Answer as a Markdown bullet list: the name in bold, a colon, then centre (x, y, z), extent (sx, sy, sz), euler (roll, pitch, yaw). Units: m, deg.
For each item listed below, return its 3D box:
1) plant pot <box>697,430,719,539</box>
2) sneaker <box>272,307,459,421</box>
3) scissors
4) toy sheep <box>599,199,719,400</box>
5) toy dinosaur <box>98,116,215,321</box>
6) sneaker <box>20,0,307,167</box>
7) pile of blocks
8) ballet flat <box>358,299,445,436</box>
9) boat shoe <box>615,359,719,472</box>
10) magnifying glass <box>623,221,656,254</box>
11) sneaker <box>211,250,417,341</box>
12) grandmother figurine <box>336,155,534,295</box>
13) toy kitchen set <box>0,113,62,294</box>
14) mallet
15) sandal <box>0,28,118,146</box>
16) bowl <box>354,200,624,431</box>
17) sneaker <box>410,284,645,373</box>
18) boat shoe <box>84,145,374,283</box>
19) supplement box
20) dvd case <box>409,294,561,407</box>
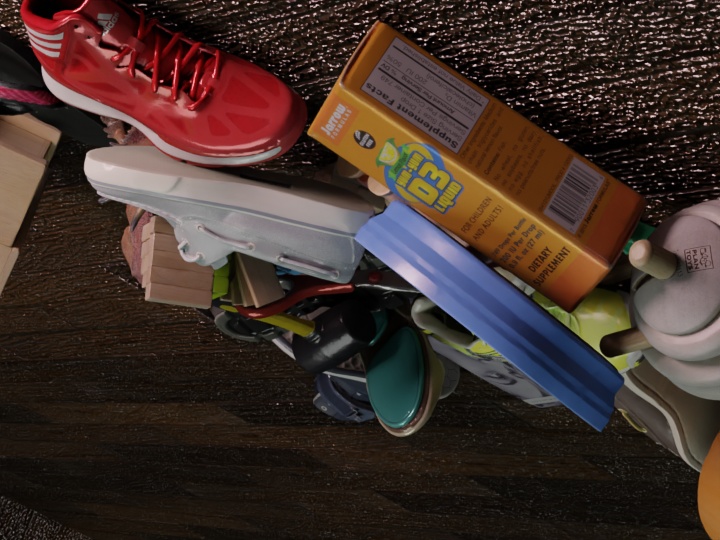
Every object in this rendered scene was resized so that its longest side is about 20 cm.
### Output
- **plant pot**: centre (0.360, 0.181, 1.521), extent (0.200, 0.201, 0.183), euler (36, 173, -39)
- **sneaker**: centre (-0.032, 0.073, 1.792), extent (0.202, 0.077, 0.146), euler (27, 159, -22)
- **scissors**: centre (0.000, 0.000, 1.454), extent (0.198, 0.073, 0.014), euler (-5, 132, 8)
- **toy sheep**: centre (0.225, 0.019, 1.264), extent (0.137, 0.139, 0.199), euler (4, 172, 42)
- **toy dinosaur**: centre (-0.147, -0.041, 1.481), extent (0.085, 0.201, 0.136), euler (-4, -158, -1)
- **sneaker**: centre (-0.137, -0.133, 1.315), extent (0.199, 0.079, 0.116), euler (14, 162, 17)
- **pile of blocks**: centre (-0.071, -0.018, 1.449), extent (0.199, 0.083, 0.062), euler (-18, 179, -21)
- **ballet flat**: centre (0.033, 0.065, 1.586), extent (0.069, 0.069, 0.200), euler (34, -159, -36)
- **boat shoe**: centre (0.234, 0.096, 1.579), extent (0.059, 0.072, 0.200), euler (11, 157, 45)
- **magnifying glass**: centre (0.196, -0.016, 1.372), extent (0.199, 0.023, 0.080), euler (28, 161, -19)
- **sneaker**: centre (-0.031, -0.007, 1.580), extent (0.199, 0.080, 0.075), euler (-14, 141, 27)
- **grandmother figurine**: centre (0.070, -0.033, 1.415), extent (0.200, 0.061, 0.121), euler (36, -176, -46)
- **toy kitchen set**: centre (-0.352, -0.066, 1.637), extent (0.180, 0.201, 0.163), euler (24, -157, -9)
- **mallet**: centre (-0.070, 0.026, 1.505), extent (0.066, 0.041, 0.200), euler (-27, 144, 32)
- **sandal**: centre (-0.257, -0.132, 1.499), extent (0.075, 0.045, 0.200), euler (2, 154, 47)
- **bowl**: centre (0.085, 0.026, 1.289), extent (0.200, 0.039, 0.201), euler (38, -179, -1)
- **sneaker**: centre (0.125, 0.045, 1.505), extent (0.199, 0.076, 0.076), euler (2, -173, 40)
- **boat shoe**: centre (-0.092, -0.033, 1.370), extent (0.199, 0.072, 0.070), euler (12, -163, -4)
- **supplement box**: centre (0.070, -0.063, 1.230), extent (0.199, 0.069, 0.067), euler (35, 145, 0)
- **dvd case**: centre (0.113, 0.064, 1.705), extent (0.199, 0.016, 0.148), euler (28, 161, -21)
